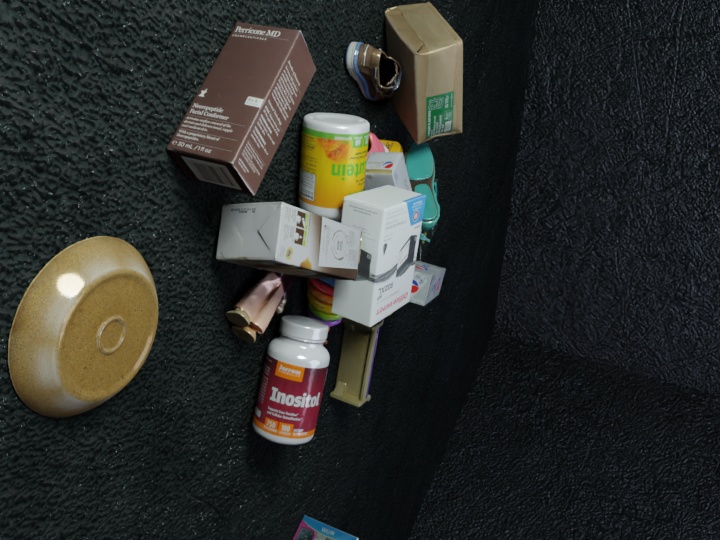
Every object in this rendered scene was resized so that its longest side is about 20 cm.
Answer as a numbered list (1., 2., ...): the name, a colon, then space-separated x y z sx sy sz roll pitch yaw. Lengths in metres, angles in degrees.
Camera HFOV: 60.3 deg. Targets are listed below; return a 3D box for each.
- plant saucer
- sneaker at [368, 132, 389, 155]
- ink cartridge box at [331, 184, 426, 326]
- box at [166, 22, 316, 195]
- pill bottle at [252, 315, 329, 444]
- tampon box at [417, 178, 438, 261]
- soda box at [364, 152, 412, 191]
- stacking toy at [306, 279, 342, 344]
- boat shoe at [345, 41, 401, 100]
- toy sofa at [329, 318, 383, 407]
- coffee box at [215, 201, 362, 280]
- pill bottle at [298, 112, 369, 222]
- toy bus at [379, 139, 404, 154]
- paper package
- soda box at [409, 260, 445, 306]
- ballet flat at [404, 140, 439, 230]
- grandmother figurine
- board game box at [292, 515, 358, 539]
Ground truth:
1. plant saucer: -0.281 0.066 0.673 0.200 0.035 0.203 15 90 -69
2. sneaker: -0.006 -0.182 1.212 0.087 0.073 0.202 51 51 -49
3. ink cartridge box: 0.031 -0.028 1.043 0.145 0.083 0.203 -26 128 -54
4. box: -0.142 -0.203 0.768 0.075 0.099 0.202 63 45 -60
5. pill bottle: -0.116 0.187 1.077 0.113 0.111 0.203 -3 105 -69
6. tampon box: 0.085 -0.100 1.392 0.151 0.125 0.201 82 31 -49
7. soda box: 0.061 -0.126 1.181 0.202 0.067 0.064 70 34 -43
8. stacking toy: -0.063 0.066 1.180 0.110 0.115 0.202 -37 149 -55
9. boat shoe: 0.037 -0.365 1.167 0.200 0.071 0.073 1 102 -70
10. toy sofa: -0.003 0.199 1.425 0.097 0.082 0.203 -20 122 -64
11. coffee box: -0.097 -0.038 0.905 0.199 0.113 0.081 14 80 -56
12. pill bottle: -0.047 -0.151 1.034 0.111 0.110 0.203 -38 138 -58
13. toy bus: 0.037 -0.171 1.284 0.202 0.077 0.065 -67 153 -22
14. paper package: 0.124 -0.387 1.220 0.202 0.102 0.192 83 -10 -46
15. soda box: 0.125 0.023 1.289 0.200 0.067 0.064 -17 122 -74
16. ballet flat: 0.125 -0.173 1.297 0.071 0.066 0.203 94 -8 -66
17. grandmother figurine: -0.136 0.022 0.997 0.201 0.060 0.122 -57 162 -35
18. board game box: -0.104 0.678 1.387 0.065 0.145 0.201 77 33 -46
